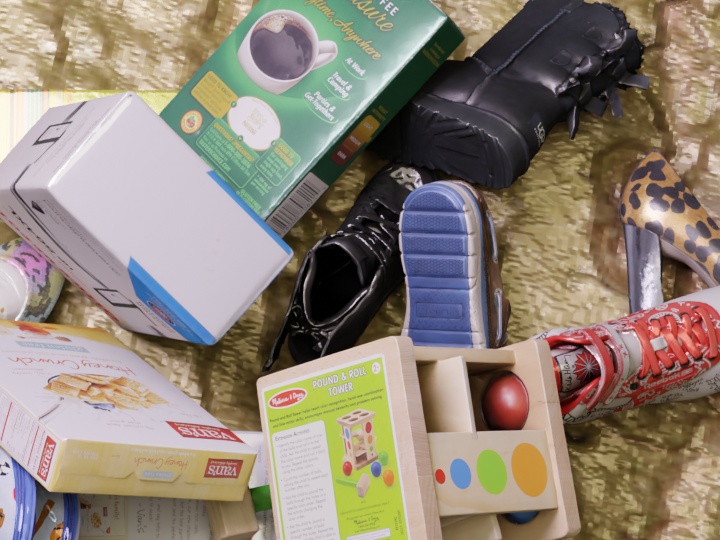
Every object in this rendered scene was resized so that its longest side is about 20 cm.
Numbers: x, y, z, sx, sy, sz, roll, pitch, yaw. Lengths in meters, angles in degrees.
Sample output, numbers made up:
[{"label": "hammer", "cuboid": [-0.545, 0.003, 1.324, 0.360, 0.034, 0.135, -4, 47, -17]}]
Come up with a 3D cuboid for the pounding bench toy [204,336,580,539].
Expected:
[{"label": "pounding bench toy", "cuboid": [0.016, 0.124, 1.424, 0.156, 0.199, 0.125, 3, 74, -45]}]

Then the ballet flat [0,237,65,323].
[{"label": "ballet flat", "cuboid": [-0.274, 0.044, 1.497, 0.200, 0.071, 0.069, -43, 69, -14]}]

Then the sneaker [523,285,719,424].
[{"label": "sneaker", "cuboid": [0.183, 0.057, 1.479, 0.200, 0.108, 0.068, -17, 84, 13]}]

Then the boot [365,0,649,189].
[{"label": "boot", "cuboid": [0.085, -0.139, 1.569, 0.198, 0.074, 0.162, 23, 51, 34]}]

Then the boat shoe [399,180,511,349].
[{"label": "boat shoe", "cuboid": [0.069, 0.040, 1.517, 0.072, 0.072, 0.201, 8, 101, 30]}]

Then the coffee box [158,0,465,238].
[{"label": "coffee box", "cuboid": [-0.038, -0.123, 1.514, 0.200, 0.044, 0.123, -49, 61, 3]}]

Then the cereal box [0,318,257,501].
[{"label": "cereal box", "cuboid": [-0.175, 0.084, 1.416, 0.143, 0.200, 0.040, 7, 106, -40]}]

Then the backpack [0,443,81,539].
[{"label": "backpack", "cuboid": [-0.256, 0.177, 1.387, 0.153, 0.190, 0.201, 8, 94, -16]}]

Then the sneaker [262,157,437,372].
[{"label": "sneaker", "cuboid": [-0.003, -0.002, 1.513, 0.060, 0.104, 0.200, 30, 75, 7]}]

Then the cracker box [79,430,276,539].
[{"label": "cracker box", "cuboid": [-0.105, 0.174, 1.483, 0.199, 0.058, 0.135, 3, 74, -3]}]

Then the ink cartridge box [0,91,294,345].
[{"label": "ink cartridge box", "cuboid": [-0.147, -0.032, 1.445, 0.146, 0.200, 0.084, 44, 75, -16]}]

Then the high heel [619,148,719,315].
[{"label": "high heel", "cuboid": [0.278, -0.017, 1.555, 0.199, 0.071, 0.143, -1, 79, 3]}]

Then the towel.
[{"label": "towel", "cuboid": [-0.174, -0.082, 1.571, 0.199, 0.018, 0.087, 0, 80, -5]}]
